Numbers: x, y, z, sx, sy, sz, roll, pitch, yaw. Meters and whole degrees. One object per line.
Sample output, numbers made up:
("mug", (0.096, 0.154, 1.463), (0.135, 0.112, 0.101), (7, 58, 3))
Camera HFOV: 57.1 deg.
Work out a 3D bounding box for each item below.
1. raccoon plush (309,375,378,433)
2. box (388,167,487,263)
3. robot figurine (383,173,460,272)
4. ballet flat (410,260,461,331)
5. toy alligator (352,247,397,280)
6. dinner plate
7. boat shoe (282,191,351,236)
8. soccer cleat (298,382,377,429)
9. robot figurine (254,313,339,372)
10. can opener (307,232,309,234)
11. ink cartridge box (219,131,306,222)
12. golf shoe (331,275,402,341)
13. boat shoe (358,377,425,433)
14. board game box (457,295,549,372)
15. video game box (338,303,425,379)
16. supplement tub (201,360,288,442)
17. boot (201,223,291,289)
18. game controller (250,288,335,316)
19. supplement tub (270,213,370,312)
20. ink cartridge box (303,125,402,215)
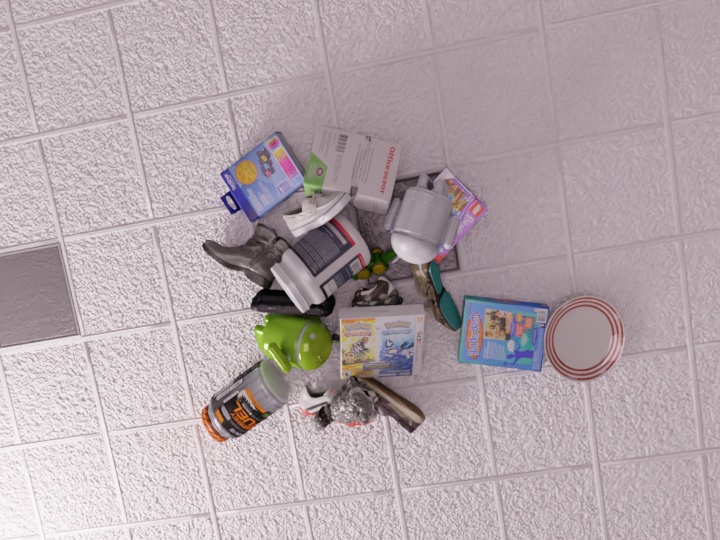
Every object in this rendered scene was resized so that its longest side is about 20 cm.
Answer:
("raccoon plush", (-0.036, 0.334, 1.502), (0.096, 0.134, 0.201), (40, 101, -2))
("box", (0.177, -0.116, 1.527), (0.137, 0.039, 0.200), (43, 100, -1))
("robot figurine", (0.133, -0.103, 1.446), (0.166, 0.113, 0.205), (17, 87, 24))
("ballet flat", (0.169, 0.056, 1.535), (0.074, 0.068, 0.203), (-6, 124, 37))
("toy alligator", (0.000, 0.000, 1.559), (0.196, 0.060, 0.055), (-20, 137, 9))
("dinner plate", (0.515, 0.157, 1.529), (0.194, 0.024, 0.206), (-1, 97, -5))
("boat shoe", (-0.101, -0.138, 1.458), (0.198, 0.072, 0.066), (-20, 115, 50))
("soccer cleat", (-0.055, 0.324, 1.604), (0.195, 0.069, 0.087), (9, 110, 9))
("robot figurine", (-0.152, 0.164, 1.549), (0.196, 0.176, 0.118), (13, 126, 27))
("can opener", (-0.101, -0.098, 1.558), (0.052, 0.066, 0.205), (5, 104, -34))
("ink cartridge box", (-0.231, -0.207, 1.540), (0.198, 0.076, 0.138), (-34, 94, 11))
("golf shoe", (0.004, 0.093, 1.570), (0.198, 0.078, 0.096), (-35, 71, 12))
("boat shoe", (0.062, 0.321, 1.591), (0.198, 0.072, 0.066), (33, 96, -6))
("board game box", (0.331, 0.146, 1.548), (0.194, 0.045, 0.156), (7, 100, 4))
("video game box", (0.049, 0.166, 1.529), (0.194, 0.047, 0.186), (-3, 122, -4))
("supplement tub", (-0.281, 0.320, 1.600), (0.198, 0.123, 0.124), (-36, 94, 10))
("boot", (-0.267, -0.058, 1.577), (0.197, 0.068, 0.133), (29, 96, -7))
("game controller", (-0.158, 0.075, 1.558), (0.194, 0.104, 0.043), (4, 103, 5))
("supplement tub", (-0.088, -0.017, 1.478), (0.199, 0.140, 0.141), (-38, 94, -10))
("ink cartridge box", (-0.015, -0.223, 1.483), (0.195, 0.084, 0.149), (13, 74, 4))
